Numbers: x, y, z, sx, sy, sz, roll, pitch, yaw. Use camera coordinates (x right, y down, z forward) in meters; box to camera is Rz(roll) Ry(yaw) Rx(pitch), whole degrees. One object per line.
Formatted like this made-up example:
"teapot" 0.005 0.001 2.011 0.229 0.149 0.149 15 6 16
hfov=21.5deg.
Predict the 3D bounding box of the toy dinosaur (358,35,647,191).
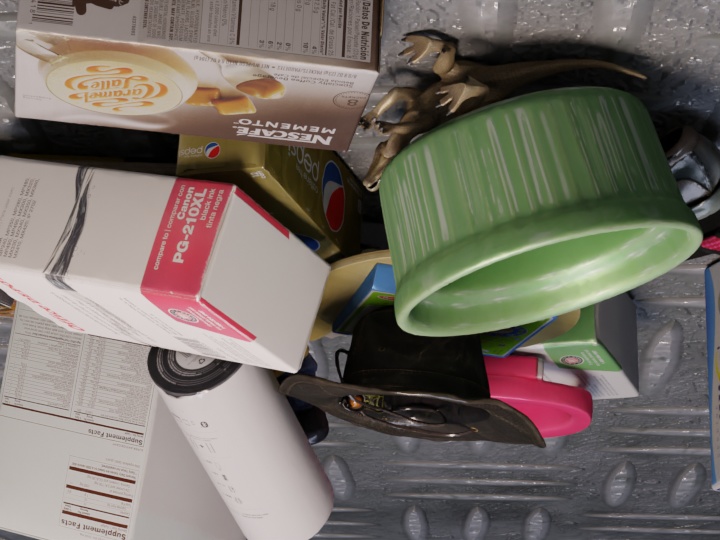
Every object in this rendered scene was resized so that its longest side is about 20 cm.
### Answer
"toy dinosaur" 0.068 -0.113 1.186 0.199 0.059 0.101 -23 162 27

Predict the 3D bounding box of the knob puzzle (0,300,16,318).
"knob puzzle" -0.326 0.031 1.596 0.218 0.031 0.220 4 171 1

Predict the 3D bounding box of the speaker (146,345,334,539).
"speaker" -0.085 0.120 1.393 0.081 0.082 0.201 -5 138 19

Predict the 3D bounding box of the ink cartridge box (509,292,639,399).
"ink cartridge box" 0.117 0.052 1.566 0.199 0.088 0.145 -7 158 20

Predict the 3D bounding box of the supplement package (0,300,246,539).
"supplement package" -0.179 0.116 1.516 0.146 0.202 0.191 9 178 25

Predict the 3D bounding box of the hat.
"hat" 0.045 0.070 1.340 0.199 0.081 0.201 13 166 3

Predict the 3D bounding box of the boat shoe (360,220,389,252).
"boat shoe" 0.000 0.000 1.468 0.199 0.071 0.070 15 165 -27

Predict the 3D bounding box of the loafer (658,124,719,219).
"loafer" 0.159 -0.057 1.310 0.199 0.072 0.063 -17 133 33

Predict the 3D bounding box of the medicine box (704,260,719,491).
"medicine box" 0.379 0.086 1.489 0.199 0.184 0.103 11 158 -24

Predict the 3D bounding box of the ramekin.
"ramekin" 0.107 -0.037 1.197 0.199 0.098 0.200 -14 165 -4

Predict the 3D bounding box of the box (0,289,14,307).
"box" -0.360 -0.031 1.358 0.199 0.049 0.158 10 169 37

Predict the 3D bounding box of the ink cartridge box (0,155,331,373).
"ink cartridge box" -0.144 -0.005 1.276 0.199 0.085 0.145 8 163 29

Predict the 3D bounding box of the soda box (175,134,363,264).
"soda box" -0.058 -0.060 1.299 0.064 0.068 0.200 -4 159 18

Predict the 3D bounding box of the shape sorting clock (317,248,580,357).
"shape sorting clock" 0.060 0.021 1.377 0.198 0.040 0.200 5 163 2

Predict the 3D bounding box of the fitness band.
"fitness band" 0.089 0.102 1.538 0.198 0.038 0.144 4 162 2

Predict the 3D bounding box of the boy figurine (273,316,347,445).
"boy figurine" -0.069 0.057 1.438 0.124 0.065 0.201 -21 140 -10

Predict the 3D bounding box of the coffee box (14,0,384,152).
"coffee box" -0.094 -0.134 1.079 0.198 0.080 0.114 6 160 -9

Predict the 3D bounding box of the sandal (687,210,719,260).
"sandal" 0.281 -0.022 1.404 0.075 0.045 0.199 19 155 -38

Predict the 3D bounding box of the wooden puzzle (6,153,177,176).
"wooden puzzle" -0.192 -0.048 1.407 0.198 0.038 0.185 -2 160 0
